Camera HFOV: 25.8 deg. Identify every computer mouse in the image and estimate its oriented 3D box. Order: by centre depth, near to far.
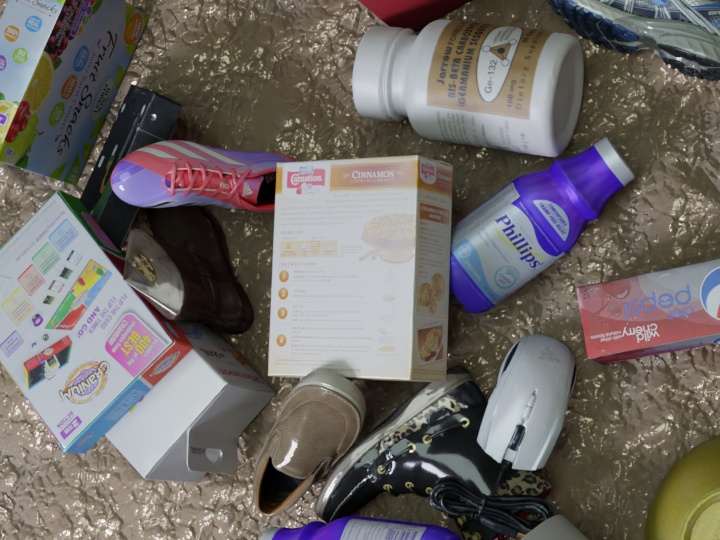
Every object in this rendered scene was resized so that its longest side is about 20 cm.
[{"bbox_3d":[0.142,0.139,1.417,0.109,0.044,0.200,20,65,4],"label":"computer mouse"}]

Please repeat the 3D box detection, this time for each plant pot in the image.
[{"bbox_3d":[0.328,0.233,1.328,0.199,0.142,0.201,-3,82,20],"label":"plant pot"}]

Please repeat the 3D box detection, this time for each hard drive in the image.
[{"bbox_3d":[-0.245,-0.087,1.590,0.038,0.140,0.201,25,91,-20],"label":"hard drive"}]

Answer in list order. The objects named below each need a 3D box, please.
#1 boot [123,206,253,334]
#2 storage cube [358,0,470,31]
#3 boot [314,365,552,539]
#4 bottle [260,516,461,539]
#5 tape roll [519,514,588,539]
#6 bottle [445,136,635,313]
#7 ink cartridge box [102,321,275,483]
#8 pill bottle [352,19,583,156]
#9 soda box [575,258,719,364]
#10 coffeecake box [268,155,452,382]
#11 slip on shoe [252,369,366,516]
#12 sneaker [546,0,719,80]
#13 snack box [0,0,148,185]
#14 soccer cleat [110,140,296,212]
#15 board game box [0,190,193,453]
[{"bbox_3d":[-0.189,-0.022,1.518,0.064,0.200,0.187,-40,72,11],"label":"boot"},{"bbox_3d":[0.056,-0.353,1.485,0.171,0.180,0.201,-25,74,15],"label":"storage cube"},{"bbox_3d":[0.067,0.206,1.467,0.200,0.073,0.151,-43,71,4],"label":"boot"},{"bbox_3d":[-0.001,0.265,1.420,0.199,0.065,0.084,0,62,34],"label":"bottle"},{"bbox_3d":[0.155,0.329,1.347,0.139,0.203,0.203,42,98,19],"label":"tape roll"},{"bbox_3d":[0.161,-0.045,1.460,0.200,0.065,0.084,-36,105,12],"label":"bottle"},{"bbox_3d":[-0.190,0.111,1.541,0.200,0.129,0.125,43,97,19],"label":"ink cartridge box"},{"bbox_3d":[0.100,-0.176,1.479,0.199,0.114,0.115,10,86,21],"label":"pill bottle"},{"bbox_3d":[0.299,0.032,1.407,0.199,0.063,0.070,-12,78,19],"label":"soda box"},{"bbox_3d":[0.000,0.000,1.448,0.153,0.073,0.201,0,85,31],"label":"coffeecake box"},{"bbox_3d":[-0.055,0.164,1.460,0.076,0.200,0.061,31,50,-7],"label":"slip on shoe"},{"bbox_3d":[0.265,-0.247,1.460,0.199,0.077,0.085,24,82,14],"label":"sneaker"},{"bbox_3d":[-0.313,-0.200,1.605,0.068,0.169,0.201,26,91,18],"label":"snack box"},{"bbox_3d":[-0.139,-0.086,1.520,0.076,0.199,0.067,32,117,58],"label":"soccer cleat"},{"bbox_3d":[-0.274,0.049,1.490,0.153,0.040,0.200,-43,70,9],"label":"board game box"}]
